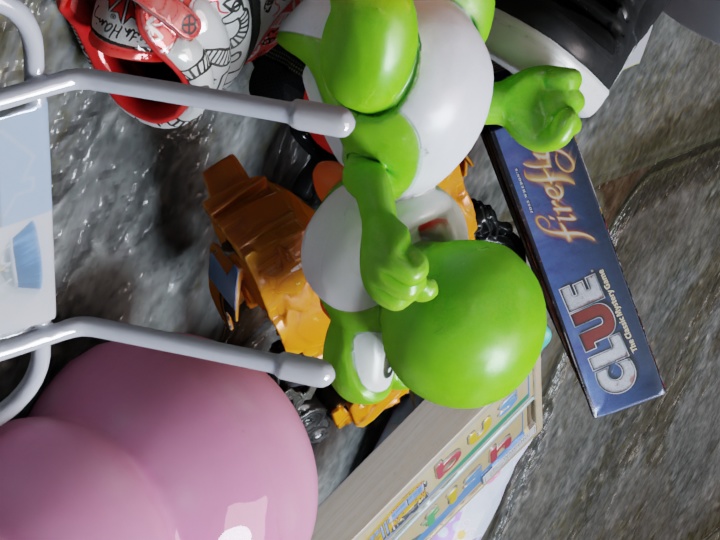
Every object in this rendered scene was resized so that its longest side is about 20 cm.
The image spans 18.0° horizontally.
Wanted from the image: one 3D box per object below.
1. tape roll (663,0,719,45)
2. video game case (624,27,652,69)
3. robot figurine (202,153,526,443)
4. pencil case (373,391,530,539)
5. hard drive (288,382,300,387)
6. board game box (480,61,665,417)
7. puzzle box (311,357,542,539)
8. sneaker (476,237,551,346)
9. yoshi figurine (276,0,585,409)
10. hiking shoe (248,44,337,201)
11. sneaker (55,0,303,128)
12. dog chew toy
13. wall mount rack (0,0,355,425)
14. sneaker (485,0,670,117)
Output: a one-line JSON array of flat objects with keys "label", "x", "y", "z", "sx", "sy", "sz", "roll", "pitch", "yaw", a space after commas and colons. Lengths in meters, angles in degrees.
[{"label": "tape roll", "x": 0.252, "y": -0.155, "z": 1.205, "sx": 0.200, "sy": 0.200, "sz": 0.066, "roll": -24, "pitch": 134, "yaw": -58}, {"label": "video game case", "x": 0.135, "y": -0.187, "z": 1.204, "sx": 0.181, "sy": 0.025, "sz": 0.201, "roll": -26, "pitch": 139, "yaw": -57}, {"label": "robot figurine", "x": 0.000, "y": 0.000, "z": 0.961, "sx": 0.145, "sy": 0.058, "sz": 0.200, "roll": -33, "pitch": 154, "yaw": -9}, {"label": "pencil case", "x": 0.029, "y": 0.147, "z": 1.271, "sx": 0.091, "sy": 0.083, "sz": 0.201, "roll": -37, "pitch": 150, "yaw": -73}, {"label": "hard drive", "x": -0.090, "y": 0.136, "z": 1.044, "sx": 0.135, "sy": 0.042, "sz": 0.201, "roll": -10, "pitch": 124, "yaw": -64}, {"label": "board game box", "x": 0.089, "y": -0.025, "z": 1.056, "sx": 0.200, "sy": 0.034, "sz": 0.136, "roll": -97, "pitch": 166, "yaw": -78}, {"label": "puzzle box", "x": 0.014, "y": 0.120, "z": 1.122, "sx": 0.200, "sy": 0.025, "sz": 0.133, "roll": -44, "pitch": 162, "yaw": -10}, {"label": "sneaker", "x": 0.049, "y": 0.004, "z": 1.141, "sx": 0.078, "sy": 0.091, "sz": 0.200, "roll": -61, "pitch": 159, "yaw": -6}, {"label": "yoshi figurine", "x": 0.031, "y": -0.034, "z": 0.800, "sx": 0.112, "sy": 0.112, "sz": 0.201, "roll": -107, "pitch": -163, "yaw": -60}, {"label": "hiking shoe", "x": -0.001, "y": -0.106, "z": 0.919, "sx": 0.101, "sy": 0.075, "sz": 0.200, "roll": -56, "pitch": 159, "yaw": -25}, {"label": "sneaker", "x": -0.053, "y": -0.139, "z": 0.774, "sx": 0.108, "sy": 0.067, "sz": 0.202, "roll": -50, "pitch": 158, "yaw": -36}, {"label": "dog chew toy", "x": -0.109, "y": 0.104, "z": 0.869, "sx": 0.200, "sy": 0.124, "sz": 0.125, "roll": -30, "pitch": 142, "yaw": -42}, {"label": "wall mount rack", "x": -0.097, "y": -0.002, "z": 0.764, "sx": 0.173, "sy": 0.075, "sz": 0.201, "roll": -18, "pitch": 138, "yaw": -23}, {"label": "sneaker", "x": 0.095, "y": -0.128, "z": 0.930, "sx": 0.112, "sy": 0.073, "sz": 0.200, "roll": -57, "pitch": 177, "yaw": 9}]
